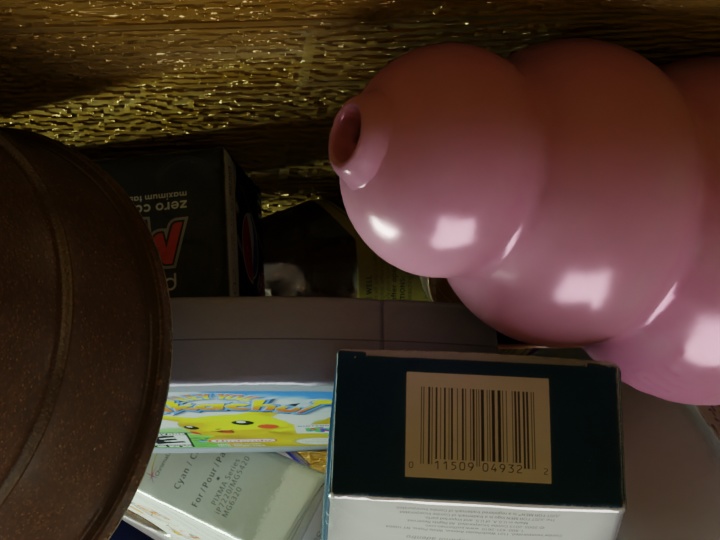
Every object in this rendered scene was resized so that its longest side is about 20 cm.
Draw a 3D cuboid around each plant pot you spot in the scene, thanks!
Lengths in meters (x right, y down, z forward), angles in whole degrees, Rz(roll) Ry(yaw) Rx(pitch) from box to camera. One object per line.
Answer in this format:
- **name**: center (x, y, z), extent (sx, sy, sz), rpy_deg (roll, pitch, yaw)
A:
- **plant pot**: center (-0.193, 0.011, 0.678), extent (0.200, 0.201, 0.198), rpy_deg (-10, 157, 22)

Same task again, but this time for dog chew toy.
- **dog chew toy**: center (0.081, -0.024, 0.739), extent (0.199, 0.125, 0.124), rpy_deg (13, 160, -28)

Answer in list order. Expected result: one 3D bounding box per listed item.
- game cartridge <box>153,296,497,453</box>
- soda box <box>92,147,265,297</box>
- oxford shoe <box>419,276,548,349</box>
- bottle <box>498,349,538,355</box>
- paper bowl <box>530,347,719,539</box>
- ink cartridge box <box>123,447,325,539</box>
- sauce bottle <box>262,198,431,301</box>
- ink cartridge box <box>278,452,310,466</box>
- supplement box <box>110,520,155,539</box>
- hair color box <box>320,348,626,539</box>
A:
- **game cartridge**: center (-0.048, 0.041, 0.807), extent (0.199, 0.041, 0.133), rpy_deg (-1, 161, 3)
- **soda box**: center (-0.141, 0.000, 0.853), extent (0.199, 0.071, 0.063), rpy_deg (-6, 167, 9)
- **oxford shoe**: center (0.128, -0.001, 0.857), extent (0.199, 0.072, 0.071), rpy_deg (-14, -155, -4)
- **bottle**: center (0.070, 0.074, 1.102), extent (0.065, 0.084, 0.200), rpy_deg (21, -161, 13)
- **paper bowl**: center (0.117, 0.125, 0.920), extent (0.104, 0.201, 0.201), rpy_deg (-11, 171, -30)
- **ink cartridge box**: center (-0.050, 0.114, 0.972), extent (0.176, 0.045, 0.200), rpy_deg (19, 166, 33)
- **sauce bottle**: center (0.000, 0.000, 0.910), extent (0.199, 0.066, 0.066), rpy_deg (-2, 166, -10)
- **ink cartridge box**: center (-0.135, 0.050, 1.050), extent (0.199, 0.047, 0.198), rpy_deg (4, 166, 10)
- **supplement box**: center (-0.202, 0.151, 1.115), extent (0.200, 0.109, 0.109), rpy_deg (11, -161, 32)
- **hair color box**: center (0.035, 0.107, 0.786), extent (0.100, 0.061, 0.200), rpy_deg (3, 145, -1)
